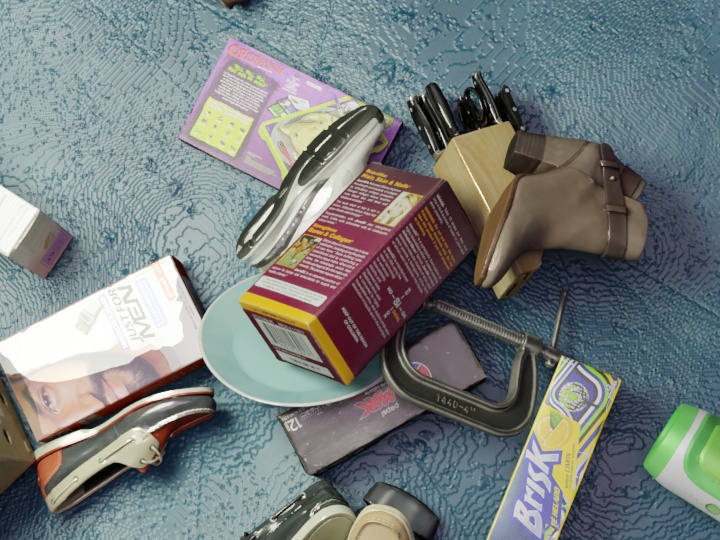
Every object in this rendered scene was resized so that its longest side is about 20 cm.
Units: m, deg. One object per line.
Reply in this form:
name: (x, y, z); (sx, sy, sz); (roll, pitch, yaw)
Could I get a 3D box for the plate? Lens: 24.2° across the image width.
plate: (-0.057, 0.069, 1.634); (0.200, 0.026, 0.200); (0, 41, 0)

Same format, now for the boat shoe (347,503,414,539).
boat shoe: (0.007, 0.320, 1.583); (0.074, 0.069, 0.200); (11, 110, 10)

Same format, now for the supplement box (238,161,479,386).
supplement box: (0.000, 0.000, 1.570); (0.200, 0.086, 0.110); (-46, 37, -22)

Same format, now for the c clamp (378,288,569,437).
c clamp: (0.108, 0.072, 1.610); (0.200, 0.027, 0.171); (18, 64, -23)

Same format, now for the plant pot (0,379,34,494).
plant pot: (-0.430, 0.159, 1.607); (0.177, 0.200, 0.200); (-26, 81, 1)

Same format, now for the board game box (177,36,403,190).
board game box: (-0.071, -0.141, 1.712); (0.200, 0.032, 0.120); (27, 89, 7)

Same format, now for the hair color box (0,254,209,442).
hair color box: (-0.249, 0.079, 1.676); (0.200, 0.064, 0.111); (-28, 82, 1)

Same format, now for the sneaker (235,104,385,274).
sneaker: (-0.021, -0.060, 1.660); (0.115, 0.076, 0.201); (40, 90, -21)

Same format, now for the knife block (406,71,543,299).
knife block: (0.110, -0.094, 1.642); (0.175, 0.064, 0.200); (24, 60, -4)

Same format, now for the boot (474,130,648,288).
boot: (0.194, -0.044, 1.567); (0.146, 0.070, 0.200); (24, 60, -8)

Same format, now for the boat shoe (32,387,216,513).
boat shoe: (-0.228, 0.174, 1.654); (0.200, 0.071, 0.063); (-24, 66, 7)

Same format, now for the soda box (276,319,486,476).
soda box: (0.023, 0.126, 1.649); (0.200, 0.063, 0.071); (-29, 82, 0)

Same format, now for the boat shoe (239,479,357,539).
boat shoe: (-0.090, 0.275, 1.634); (0.199, 0.074, 0.066); (-45, 44, 19)

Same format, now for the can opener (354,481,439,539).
can opener: (0.077, 0.286, 1.623); (0.200, 0.063, 0.079); (36, 86, 8)

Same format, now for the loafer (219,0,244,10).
loafer: (-0.203, -0.319, 1.731); (0.200, 0.073, 0.071); (34, 96, 13)

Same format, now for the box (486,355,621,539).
box: (0.185, 0.188, 1.625); (0.064, 0.070, 0.200); (22, 84, 9)

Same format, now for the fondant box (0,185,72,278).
fondant box: (-0.395, -0.076, 1.667); (0.200, 0.144, 0.058); (33, 84, 8)

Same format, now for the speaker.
speaker: (0.374, 0.210, 1.602); (0.200, 0.088, 0.088); (32, 86, 8)
